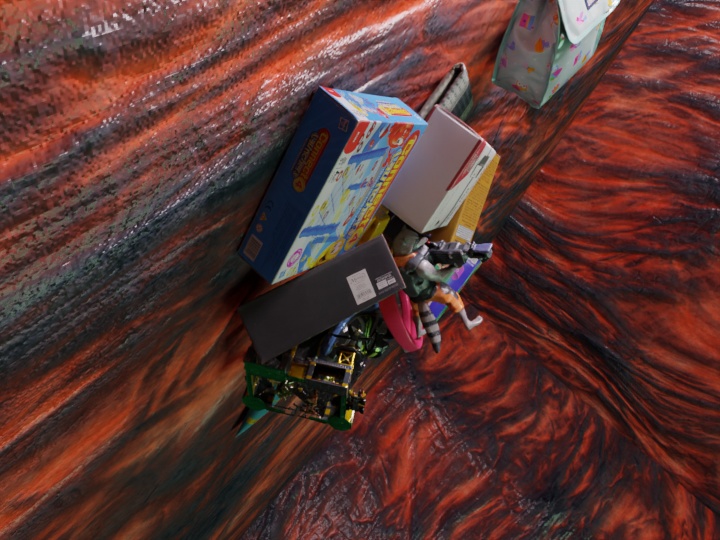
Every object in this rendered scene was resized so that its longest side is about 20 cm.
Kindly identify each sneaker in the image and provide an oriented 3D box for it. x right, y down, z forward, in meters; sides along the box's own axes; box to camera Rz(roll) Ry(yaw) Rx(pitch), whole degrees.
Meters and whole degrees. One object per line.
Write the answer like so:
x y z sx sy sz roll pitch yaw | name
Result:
-0.115 0.144 0.927 0.197 0.084 0.121 -21 156 -39 | sneaker
0.004 0.107 0.894 0.071 0.083 0.198 -44 166 33 | sneaker

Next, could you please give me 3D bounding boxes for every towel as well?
0.105 -0.206 0.852 0.202 0.034 0.192 -56 169 11 | towel

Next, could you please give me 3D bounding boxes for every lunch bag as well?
0.304 -0.386 0.838 0.170 0.121 0.202 -42 156 -23 | lunch bag

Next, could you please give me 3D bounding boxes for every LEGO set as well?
-0.076 0.131 0.783 0.156 0.194 0.118 85 16 -45 | LEGO set

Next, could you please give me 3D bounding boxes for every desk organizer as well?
-0.050 0.033 0.689 0.196 0.073 0.077 -27 -178 -10 | desk organizer

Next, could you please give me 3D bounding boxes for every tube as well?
-0.179 0.244 1.052 0.077 0.050 0.201 -21 152 -54 | tube

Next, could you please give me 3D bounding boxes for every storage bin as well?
-0.066 0.204 1.093 0.136 0.093 0.200 -53 -179 -10 | storage bin

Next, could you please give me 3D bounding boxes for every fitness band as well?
0.066 0.052 0.948 0.037 0.146 0.202 -20 -154 15 | fitness band

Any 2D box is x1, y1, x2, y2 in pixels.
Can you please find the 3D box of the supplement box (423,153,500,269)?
0.167 -0.112 0.930 0.068 0.066 0.205 12 99 -47 | supplement box

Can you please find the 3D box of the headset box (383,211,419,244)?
0.113 -0.097 1.046 0.150 0.075 0.200 -52 167 -2 | headset box

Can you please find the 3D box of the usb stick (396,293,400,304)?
0.084 0.045 1.127 0.199 0.032 0.057 -10 127 -63 | usb stick

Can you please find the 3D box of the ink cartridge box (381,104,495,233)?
0.118 -0.142 0.797 0.148 0.082 0.199 -56 169 17 | ink cartridge box

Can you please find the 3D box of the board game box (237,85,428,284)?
-0.026 -0.098 0.627 0.202 0.056 0.195 -58 165 26 | board game box

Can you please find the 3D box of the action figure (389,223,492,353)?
0.113 0.019 0.833 0.197 0.196 0.105 -7 -148 49 | action figure

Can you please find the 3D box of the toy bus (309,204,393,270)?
-0.018 -0.008 0.823 0.201 0.078 0.065 -52 168 33 | toy bus

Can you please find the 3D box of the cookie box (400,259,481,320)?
0.158 0.000 1.254 0.202 0.170 0.075 -54 163 14 | cookie box
